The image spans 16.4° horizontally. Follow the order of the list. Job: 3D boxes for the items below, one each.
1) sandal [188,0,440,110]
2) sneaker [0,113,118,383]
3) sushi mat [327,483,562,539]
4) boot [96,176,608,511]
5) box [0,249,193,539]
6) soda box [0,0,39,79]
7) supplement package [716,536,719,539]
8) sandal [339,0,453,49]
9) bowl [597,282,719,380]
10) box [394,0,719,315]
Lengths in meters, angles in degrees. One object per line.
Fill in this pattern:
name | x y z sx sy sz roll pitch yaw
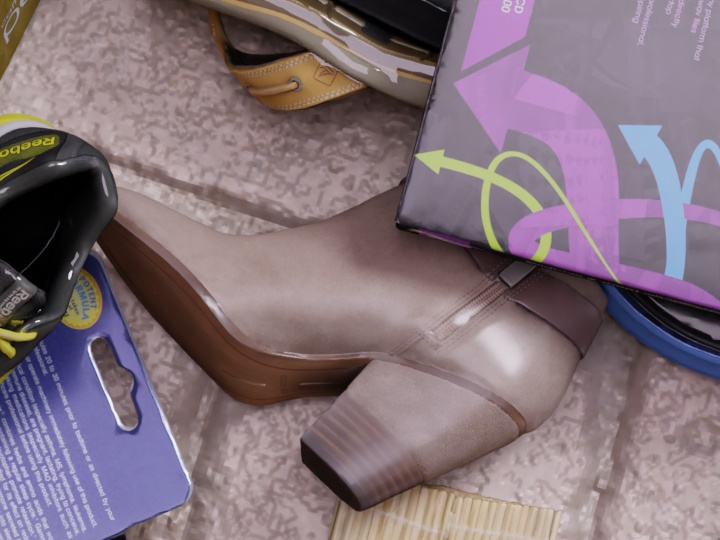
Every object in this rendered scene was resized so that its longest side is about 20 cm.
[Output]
sandal | -0.015 -0.088 1.077 0.199 0.080 0.054 26 104 4
sneaker | -0.167 0.021 0.986 0.074 0.084 0.201 36 74 -27
sushi mat | 0.016 0.185 1.034 0.095 0.012 0.202 14 76 0
boot | 0.000 0.000 1.058 0.146 0.070 0.200 -42 82 -17
box | -0.180 0.082 1.041 0.199 0.032 0.122 -22 78 -7
soda box | -0.180 -0.115 1.072 0.064 0.068 0.201 22 76 4
supplement package | 0.266 0.128 0.986 0.150 0.152 0.200 -40 81 -11
sandal | -0.021 -0.153 1.084 0.199 0.075 0.048 25 105 -4
bowl | 0.179 -0.051 1.059 0.199 0.039 0.202 0 87 8
box | 0.127 -0.061 1.018 0.198 0.036 0.144 15 90 0
